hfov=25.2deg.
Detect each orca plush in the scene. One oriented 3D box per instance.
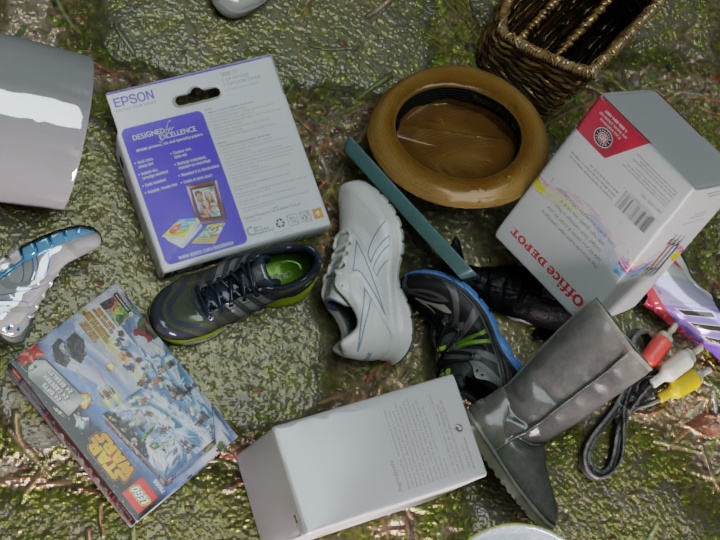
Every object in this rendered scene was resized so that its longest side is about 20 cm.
[{"bbox_3d":[0.191,0.009,1.767,0.198,0.071,0.106,27,67,-9],"label":"orca plush"}]

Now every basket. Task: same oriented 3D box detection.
[{"bbox_3d":[0.241,-0.296,1.838,0.143,0.149,0.200,45,66,-1],"label":"basket"}]

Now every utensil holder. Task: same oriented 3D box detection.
[{"bbox_3d":[-0.374,-0.153,1.574,0.198,0.170,0.172,11,70,-18],"label":"utensil holder"}]

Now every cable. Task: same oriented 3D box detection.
[{"bbox_3d":[0.301,0.138,1.775,0.200,0.050,0.097,-44,97,-26],"label":"cable"}]

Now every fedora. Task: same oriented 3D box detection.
[{"bbox_3d":[0.104,-0.130,1.763,0.198,0.082,0.203,3,58,-4],"label":"fedora"}]

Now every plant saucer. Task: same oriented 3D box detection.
[{"bbox_3d":[0.053,-0.063,1.731,0.019,0.070,0.200,-42,78,3],"label":"plant saucer"}]

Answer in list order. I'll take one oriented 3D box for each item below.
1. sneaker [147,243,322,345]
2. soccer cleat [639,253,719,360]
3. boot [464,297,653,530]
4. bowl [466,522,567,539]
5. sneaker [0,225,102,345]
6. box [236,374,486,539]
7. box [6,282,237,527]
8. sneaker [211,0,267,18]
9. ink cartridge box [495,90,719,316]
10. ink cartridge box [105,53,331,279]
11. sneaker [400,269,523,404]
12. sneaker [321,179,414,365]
[{"bbox_3d":[-0.126,0.014,1.650,0.199,0.081,0.074,-24,81,-25],"label":"sneaker"},{"bbox_3d":[0.360,0.039,1.825,0.073,0.068,0.201,-37,86,-11],"label":"soccer cleat"},{"bbox_3d":[0.218,0.153,1.675,0.199,0.073,0.183,-37,110,-2],"label":"boot"},{"bbox_3d":[0.143,0.362,1.620,0.198,0.108,0.203,6,72,-18],"label":"bowl"},{"bbox_3d":[-0.337,0.024,1.590,0.199,0.075,0.087,-29,95,-19],"label":"sneaker"},{"bbox_3d":[-0.002,0.193,1.599,0.198,0.152,0.107,-14,79,-23],"label":"box"},{"bbox_3d":[-0.236,0.132,1.599,0.137,0.040,0.201,-38,88,-26],"label":"box"},{"bbox_3d":[-0.095,-0.367,1.780,0.073,0.085,0.201,39,67,-6],"label":"sneaker"},{"bbox_3d":[0.274,-0.068,1.715,0.146,0.201,0.144,48,29,19],"label":"ink cartridge box"},{"bbox_3d":[-0.152,-0.111,1.701,0.196,0.043,0.202,-16,81,-23],"label":"ink cartridge box"},{"bbox_3d":[0.108,0.084,1.715,0.082,0.071,0.200,-35,90,-31],"label":"sneaker"},{"bbox_3d":[0.000,0.000,1.697,0.086,0.074,0.202,-1,72,-29],"label":"sneaker"}]
